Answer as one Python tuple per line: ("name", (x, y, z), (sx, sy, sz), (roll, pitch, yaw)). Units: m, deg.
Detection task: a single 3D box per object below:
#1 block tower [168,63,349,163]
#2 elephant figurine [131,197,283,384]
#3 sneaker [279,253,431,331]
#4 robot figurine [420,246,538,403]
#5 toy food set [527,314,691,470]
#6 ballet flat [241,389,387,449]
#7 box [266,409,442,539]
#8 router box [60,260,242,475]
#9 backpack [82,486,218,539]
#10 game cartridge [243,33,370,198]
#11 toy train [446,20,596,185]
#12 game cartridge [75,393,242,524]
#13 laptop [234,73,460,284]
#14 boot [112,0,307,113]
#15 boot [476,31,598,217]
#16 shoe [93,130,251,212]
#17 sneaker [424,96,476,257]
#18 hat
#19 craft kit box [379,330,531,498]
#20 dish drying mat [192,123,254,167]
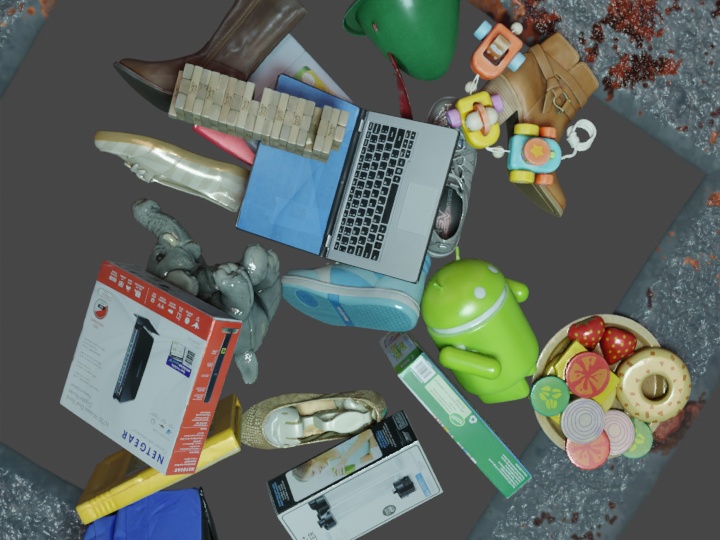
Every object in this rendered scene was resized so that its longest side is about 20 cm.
("block tower", (-0.115, -0.175, 1.164), (0.197, 0.058, 0.055), (15, 82, -5))
("elephant figurine", (-0.204, 0.020, 1.266), (0.197, 0.156, 0.143), (9, 140, 18))
("sneaker", (0.000, 0.000, 1.300), (0.197, 0.080, 0.132), (10, 59, 25))
("robot figurine", (0.148, 0.072, 1.291), (0.115, 0.176, 0.201), (-13, 120, 35))
("toy food set", (0.320, 0.159, 1.365), (0.199, 0.049, 0.199), (39, 92, -9))
("ballet flat", (-0.062, 0.190, 1.322), (0.197, 0.065, 0.072), (-12, 97, -4))
("box", (-0.006, 0.276, 1.316), (0.198, 0.060, 0.117), (-26, 130, -2))
("router box", (-0.240, 0.106, 1.173), (0.198, 0.049, 0.182), (22, 97, 35))
("backpack", (-0.247, 0.372, 1.263), (0.165, 0.201, 0.164), (-2, 54, 0))
("game cartridge", (-0.074, -0.180, 1.279), (0.133, 0.040, 0.200), (-45, 96, -4))
("toy train", (0.190, -0.197, 1.236), (0.200, 0.056, 0.150), (45, 86, -4))
("game cartridge", (-0.237, 0.222, 1.253), (0.198, 0.176, 0.033), (-24, 99, -3))
("laptop", (-0.013, -0.106, 1.209), (0.198, 0.116, 0.190), (15, 88, 23))
("boot", (-0.180, -0.282, 1.256), (0.185, 0.064, 0.201), (26, 77, 21))
("boot", (0.244, -0.184, 1.308), (0.154, 0.074, 0.201), (-39, 110, -11))
("shoe", (-0.232, -0.124, 1.266), (0.197, 0.070, 0.054), (17, 87, -10))
("sneaker", (0.115, -0.117, 1.292), (0.073, 0.082, 0.203), (2, 91, -6))
("hat", (0.082, -0.235, 1.224), (0.164, 0.200, 0.179), (-18, 84, 12))
("craft kit box", (0.110, 0.165, 1.270), (0.048, 0.198, 0.200), (-41, 98, 3))
("dish drying mat", (-0.108, -0.157, 1.301), (0.198, 0.018, 0.077), (31, 89, -7))
